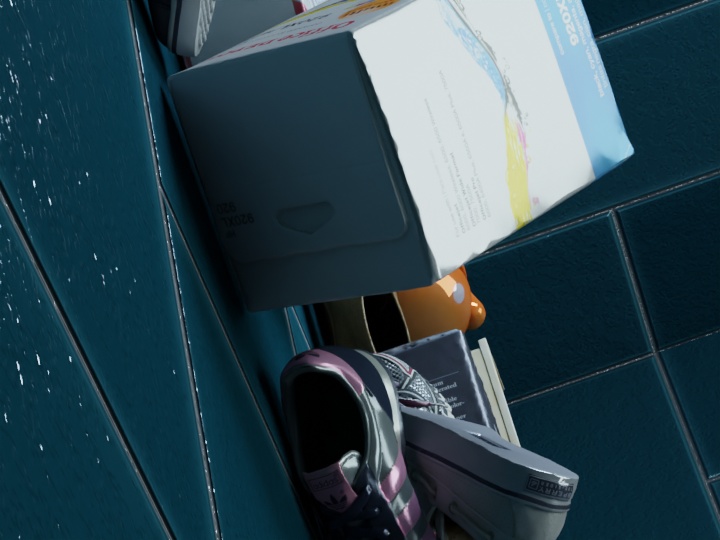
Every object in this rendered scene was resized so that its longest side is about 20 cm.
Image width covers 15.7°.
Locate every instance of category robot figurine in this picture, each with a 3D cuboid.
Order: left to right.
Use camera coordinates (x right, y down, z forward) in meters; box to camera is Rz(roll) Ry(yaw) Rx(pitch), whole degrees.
[{"bbox_3d":[0.021,-0.003,1.979,0.144,0.116,0.201,67,6,-46],"label":"robot figurine"}]

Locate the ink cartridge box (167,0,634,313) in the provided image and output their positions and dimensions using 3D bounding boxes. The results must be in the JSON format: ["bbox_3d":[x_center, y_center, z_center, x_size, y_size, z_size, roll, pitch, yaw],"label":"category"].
[{"bbox_3d":[0.023,-0.084,1.458,0.200,0.147,0.145,-32,106,-46],"label":"ink cartridge box"}]

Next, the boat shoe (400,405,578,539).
[{"bbox_3d":[0.056,0.124,1.482,0.200,0.071,0.070,22,-84,61],"label":"boat shoe"}]

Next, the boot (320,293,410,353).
[{"bbox_3d":[0.000,0.000,1.853,0.076,0.073,0.201,123,-46,-63],"label":"boot"}]

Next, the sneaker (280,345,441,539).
[{"bbox_3d":[-0.001,0.137,1.424,0.082,0.070,0.201,15,53,-65],"label":"sneaker"}]

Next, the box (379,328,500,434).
[{"bbox_3d":[0.058,0.168,1.753,0.201,0.104,0.148,-106,175,-45],"label":"box"}]

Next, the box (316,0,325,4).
[{"bbox_3d":[-0.020,-0.176,2.399,0.095,0.102,0.201,36,34,-84],"label":"box"}]

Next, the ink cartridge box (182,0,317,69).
[{"bbox_3d":[-0.053,-0.111,1.646,0.200,0.083,0.146,62,11,-67],"label":"ink cartridge box"}]

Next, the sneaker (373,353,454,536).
[{"bbox_3d":[0.016,0.102,1.643,0.200,0.080,0.075,-99,166,-65],"label":"sneaker"}]

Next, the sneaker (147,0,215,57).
[{"bbox_3d":[-0.112,-0.222,1.452,0.078,0.079,0.201,-69,165,-76],"label":"sneaker"}]

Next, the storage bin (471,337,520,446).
[{"bbox_3d":[0.141,0.213,2.970,0.199,0.093,0.201,63,9,-67],"label":"storage bin"}]
